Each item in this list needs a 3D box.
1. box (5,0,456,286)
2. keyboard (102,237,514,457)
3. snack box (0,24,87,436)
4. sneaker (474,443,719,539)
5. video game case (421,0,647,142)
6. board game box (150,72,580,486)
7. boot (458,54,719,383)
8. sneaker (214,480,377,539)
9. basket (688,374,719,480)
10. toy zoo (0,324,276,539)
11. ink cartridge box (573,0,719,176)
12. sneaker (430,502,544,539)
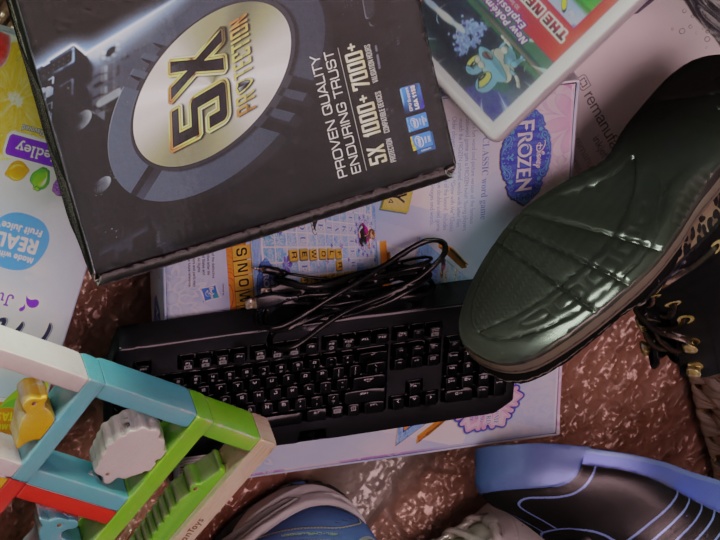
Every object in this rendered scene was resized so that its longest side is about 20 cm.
[{"bbox_3d":[-0.065,-0.118,1.119,0.164,0.086,0.200,-16,115,-8],"label":"box"},{"bbox_3d":[-0.020,0.044,1.242,0.200,0.040,0.104,-9,123,-13],"label":"keyboard"},{"bbox_3d":[-0.194,-0.015,1.203,0.142,0.053,0.200,15,95,-31],"label":"snack box"},{"bbox_3d":[0.144,0.140,1.339,0.200,0.070,0.078,16,73,-22],"label":"sneaker"},{"bbox_3d":[0.056,-0.189,1.179,0.182,0.023,0.200,-44,86,20],"label":"video game case"},{"bbox_3d":[0.000,0.000,1.270,0.199,0.041,0.200,-6,122,-13],"label":"board game box"},{"bbox_3d":[0.136,0.012,1.270,0.204,0.073,0.154,-46,143,-22],"label":"boot"},{"bbox_3d":[-0.073,0.181,1.308,0.200,0.077,0.076,-41,120,-11],"label":"sneaker"},{"bbox_3d":[0.303,0.071,1.419,0.200,0.198,0.161,-25,116,-22],"label":"basket"},{"bbox_3d":[-0.154,0.089,1.205,0.200,0.020,0.131,21,121,-36],"label":"toy zoo"},{"bbox_3d":[0.138,-0.140,1.337,0.200,0.084,0.145,-39,119,-15],"label":"ink cartridge box"},{"bbox_3d":[0.046,0.169,1.373,0.099,0.078,0.200,35,84,-28],"label":"sneaker"}]
